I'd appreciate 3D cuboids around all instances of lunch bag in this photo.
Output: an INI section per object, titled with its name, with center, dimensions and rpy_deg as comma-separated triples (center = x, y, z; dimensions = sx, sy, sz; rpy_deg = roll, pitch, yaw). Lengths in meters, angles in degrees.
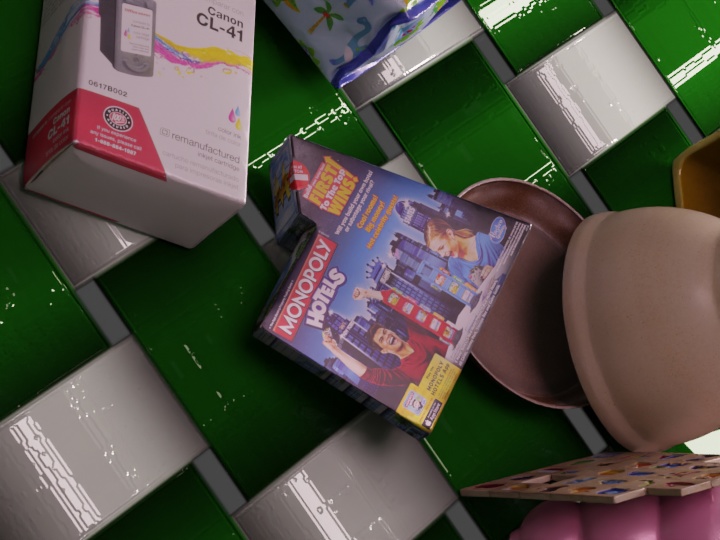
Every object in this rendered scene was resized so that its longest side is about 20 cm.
[lunch bag]
center = 0.004, -0.267, 1.749
dimensions = 0.170, 0.127, 0.200
rpy_deg = 51, 35, 0

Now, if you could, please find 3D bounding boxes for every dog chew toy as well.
[dog chew toy]
center = 0.211, 0.214, 1.623
dimensions = 0.198, 0.125, 0.126
rpy_deg = 1, 59, 6

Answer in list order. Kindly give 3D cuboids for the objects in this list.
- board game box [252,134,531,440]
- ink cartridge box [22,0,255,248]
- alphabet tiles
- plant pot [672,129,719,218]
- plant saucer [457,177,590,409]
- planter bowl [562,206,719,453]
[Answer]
[board game box]
center = 0.000, 0.000, 1.625
dimensions = 0.199, 0.062, 0.201
rpy_deg = 32, 60, -5
[ink cartridge box]
center = -0.158, -0.138, 1.576
dimensions = 0.147, 0.085, 0.202
rpy_deg = 18, 58, -29
[alphabet tiles]
center = 0.200, 0.155, 1.621
dimensions = 0.166, 0.199, 0.008
rpy_deg = -9, 93, -39
[plant pot]
center = 0.415, -0.022, 1.884
dimensions = 0.199, 0.194, 0.197
rpy_deg = 20, 56, -33
[plant saucer]
center = 0.134, 0.022, 1.748
dimensions = 0.199, 0.032, 0.202
rpy_deg = 17, 59, -30
[planter bowl]
center = 0.269, 0.037, 1.732
dimensions = 0.200, 0.134, 0.202
rpy_deg = 25, 58, -48
